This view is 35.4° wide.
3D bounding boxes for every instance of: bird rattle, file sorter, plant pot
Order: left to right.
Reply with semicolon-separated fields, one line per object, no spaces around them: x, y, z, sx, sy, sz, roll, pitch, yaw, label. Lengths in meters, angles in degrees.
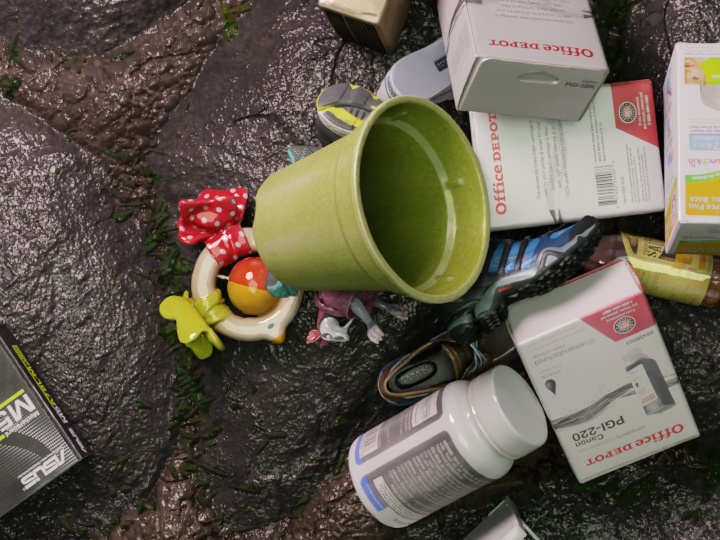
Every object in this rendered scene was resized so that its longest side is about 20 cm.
-0.145;0.006;1.297;0.163;0.113;0.201;15;78;-7;bird rattle
-0.003;-0.055;1.129;0.184;0.200;0.201;-11;89;41;plant pot
0.137;0.375;1.237;0.200;0.139;0.125;-44;90;3;file sorter

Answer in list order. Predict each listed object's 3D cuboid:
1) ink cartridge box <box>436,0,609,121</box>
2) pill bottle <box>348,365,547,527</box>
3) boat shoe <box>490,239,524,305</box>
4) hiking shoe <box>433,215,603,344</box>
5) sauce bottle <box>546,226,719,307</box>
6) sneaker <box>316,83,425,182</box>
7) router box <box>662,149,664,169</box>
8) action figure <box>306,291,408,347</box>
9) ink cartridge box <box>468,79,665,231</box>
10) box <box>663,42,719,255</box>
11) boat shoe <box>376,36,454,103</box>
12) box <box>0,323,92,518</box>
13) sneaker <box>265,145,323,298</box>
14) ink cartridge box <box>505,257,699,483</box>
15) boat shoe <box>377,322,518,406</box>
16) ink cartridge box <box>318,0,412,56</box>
0.164;-0.262;1.198;0.146;0.083;0.201;4;55;-13;ink cartridge box
0.094;0.189;1.218;0.200;0.114;0.114;-34;87;28;pill bottle
0.197;0.014;1.253;0.202;0.074;0.065;36;114;-4;boat shoe
0.160;-0.010;1.177;0.200;0.074;0.087;-32;69;-6;hiking shoe
0.304;-0.009;1.260;0.199;0.066;0.066;13;91;2;sauce bottle
0.040;-0.132;1.228;0.200;0.085;0.075;32;68;0;sneaker
0.458;-0.112;1.232;0.200;0.052;0.158;-30;68;3;router box
0.000;0.000;1.249;0.149;0.134;0.200;42;90;4;action figure
0.225;-0.125;1.257;0.199;0.084;0.145;-6;90;3;ink cartridge box
0.376;-0.123;1.167;0.112;0.101;0.201;3;73;8;box
0.102;-0.223;1.273;0.202;0.086;0.075;-30;90;-26;boat shoe
-0.451;0.196;1.325;0.200;0.048;0.193;-34;85;4;box
-0.074;-0.060;1.271;0.091;0.078;0.200;16;62;15;sneaker
0.260;0.111;1.213;0.145;0.085;0.200;-24;116;9;ink cartridge box
0.113;0.099;1.270;0.200;0.072;0.072;-31;86;3;boat shoe
0.028;-0.354;1.231;0.075;0.165;0.201;18;91;6;ink cartridge box
